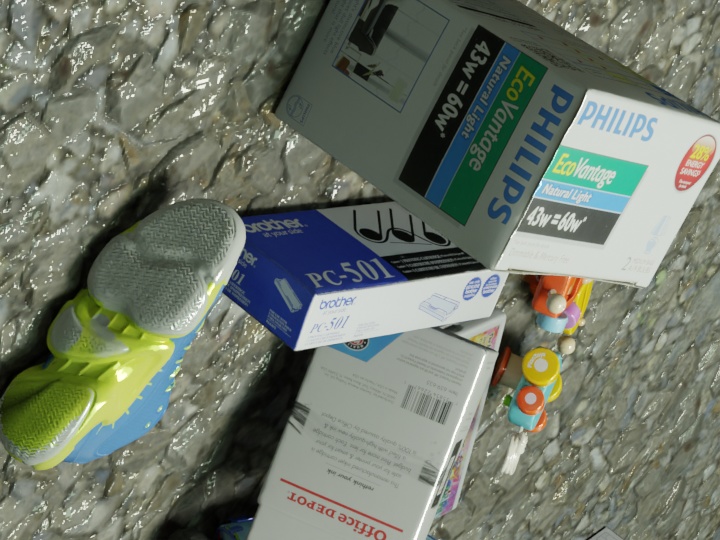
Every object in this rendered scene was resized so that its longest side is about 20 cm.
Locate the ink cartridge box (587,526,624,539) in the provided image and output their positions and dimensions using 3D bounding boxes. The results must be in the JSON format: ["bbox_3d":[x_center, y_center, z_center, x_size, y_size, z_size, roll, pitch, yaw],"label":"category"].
[{"bbox_3d":[0.178,0.333,1.991,0.199,0.044,0.095,-29,139,-33],"label":"ink cartridge box"}]

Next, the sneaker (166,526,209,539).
[{"bbox_3d":[-0.145,0.275,1.498,0.080,0.074,0.201,-3,119,-36],"label":"sneaker"}]

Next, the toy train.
[{"bbox_3d":[0.134,0.051,1.632,0.150,0.055,0.201,-41,151,-61],"label":"toy train"}]

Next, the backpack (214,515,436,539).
[{"bbox_3d":[0.001,0.253,1.528,0.199,0.183,0.135,-6,127,-27],"label":"backpack"}]

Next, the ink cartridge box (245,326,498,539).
[{"bbox_3d":[0.005,0.128,1.464,0.067,0.115,0.201,11,101,-80],"label":"ink cartridge box"}]

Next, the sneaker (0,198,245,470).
[{"bbox_3d":[-0.139,0.042,1.297,0.200,0.076,0.105,-45,160,0],"label":"sneaker"}]

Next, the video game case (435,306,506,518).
[{"bbox_3d":[0.028,0.136,1.632,0.181,0.024,0.201,-21,135,-41],"label":"video game case"}]

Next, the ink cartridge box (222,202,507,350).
[{"bbox_3d":[0.000,0.000,1.387,0.199,0.094,0.044,-9,127,-49],"label":"ink cartridge box"}]

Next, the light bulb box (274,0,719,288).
[{"bbox_3d":[0.093,-0.094,1.332,0.198,0.200,0.125,6,115,-53],"label":"light bulb box"}]
